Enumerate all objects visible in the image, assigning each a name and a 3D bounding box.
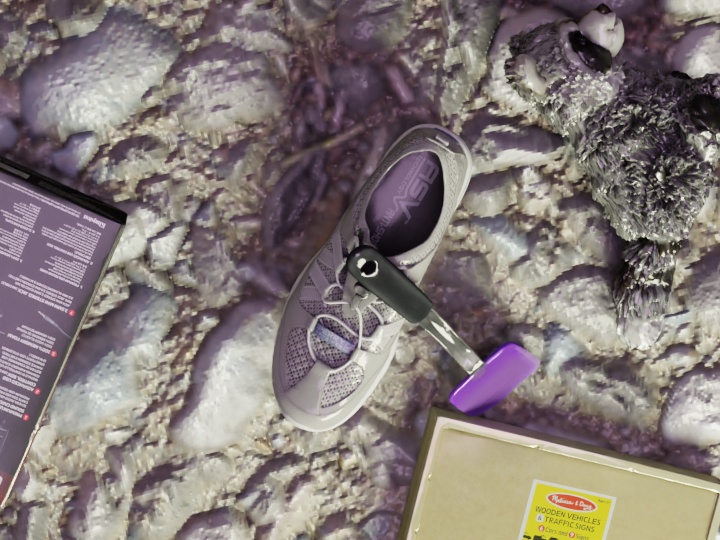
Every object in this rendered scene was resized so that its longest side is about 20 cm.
[{"bbox_3d":[-0.241,0.031,0.922,0.147,0.075,0.202,23,94,-9],"label":"headset box"},{"bbox_3d":[0.125,0.172,1.011,0.198,0.027,0.126,15,95,-9],"label":"toy vehicle set"},{"bbox_3d":[0.138,-0.056,0.956,0.132,0.097,0.202,11,96,-1],"label":"raccoon plush"},{"bbox_3d":[0.000,0.000,0.940,0.074,0.082,0.202,24,90,5],"label":"sneaker"},{"bbox_3d":[0.046,0.036,0.930,0.056,0.021,0.200,-42,135,6],"label":"spatula"}]
